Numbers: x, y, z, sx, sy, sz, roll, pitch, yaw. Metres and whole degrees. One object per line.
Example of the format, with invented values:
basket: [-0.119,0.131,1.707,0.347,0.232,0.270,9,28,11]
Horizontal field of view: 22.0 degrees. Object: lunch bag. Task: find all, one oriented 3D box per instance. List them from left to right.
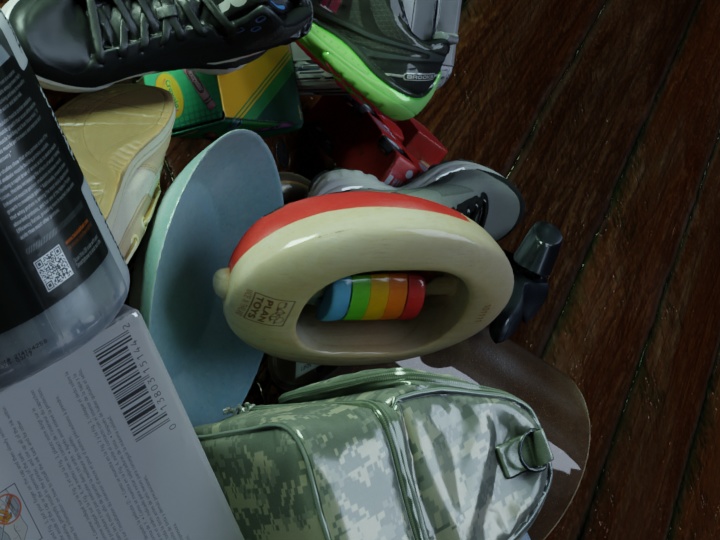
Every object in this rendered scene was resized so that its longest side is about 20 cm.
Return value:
lunch bag: [0.000,0.131,1.088,0.167,0.199,0.141,-15,89,-31]

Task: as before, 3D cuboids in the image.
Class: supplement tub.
supplement tub: [-0.204,-0.051,0.905,0.201,0.121,0.123,67,26,-23]

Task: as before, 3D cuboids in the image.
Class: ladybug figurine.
ladybug figurine: [0.000,0.000,1.165,0.198,0.136,0.072,3,49,-27]

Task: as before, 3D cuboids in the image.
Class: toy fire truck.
toy fire truck: [0.028,-0.082,1.436,0.141,0.049,0.200,34,13,-34]

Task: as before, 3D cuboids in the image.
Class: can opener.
can opener: [0.096,0.012,1.315,0.200,0.063,0.079,-38,144,-69]

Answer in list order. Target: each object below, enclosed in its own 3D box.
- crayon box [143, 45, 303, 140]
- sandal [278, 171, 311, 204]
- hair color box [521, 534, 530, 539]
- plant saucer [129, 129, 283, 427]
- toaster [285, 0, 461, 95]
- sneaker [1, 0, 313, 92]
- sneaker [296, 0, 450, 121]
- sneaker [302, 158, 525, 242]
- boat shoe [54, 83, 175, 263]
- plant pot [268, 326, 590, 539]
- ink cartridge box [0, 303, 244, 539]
crayon box: [-0.106,-0.192,1.266,0.119,0.058,0.202,-5,83,-65]
sandal: [-0.025,-0.011,1.331,0.200,0.080,0.054,31,40,-51]
hair color box: [0.083,0.239,1.285,0.061,0.098,0.201,-84,153,-54]
plant saucer: [-0.102,0.010,1.155,0.201,0.038,0.203,10,90,-71]
toaster: [-0.015,-0.195,1.343,0.113,0.198,0.131,0,93,-54]
sneaker: [-0.113,-0.160,1.108,0.199,0.111,0.074,-12,85,-45]
sneaker: [-0.020,-0.188,1.228,0.200,0.084,0.077,43,-5,-20]
sneaker: [0.048,-0.030,1.297,0.199,0.079,0.075,-8,119,-44]
boat shoe: [-0.155,-0.044,1.088,0.201,0.073,0.070,-70,164,-56]
plant pot: [0.033,0.096,1.318,0.200,0.186,0.188,41,41,-35]
ink cartridge box: [-0.156,0.144,0.965,0.175,0.045,0.201,-32,114,-23]
